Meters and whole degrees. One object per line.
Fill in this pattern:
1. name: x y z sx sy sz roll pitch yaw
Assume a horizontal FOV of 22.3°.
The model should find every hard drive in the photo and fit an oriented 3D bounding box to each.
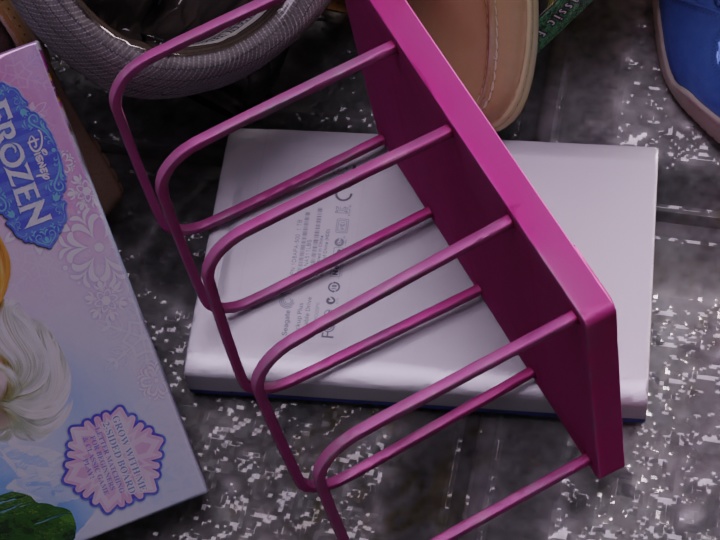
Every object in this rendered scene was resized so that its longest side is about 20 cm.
1. hard drive: 0.030 -0.001 0.818 0.199 0.025 0.132 3 59 8

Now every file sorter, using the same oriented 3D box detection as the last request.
1. file sorter: 0.000 0.000 0.727 0.125 0.139 0.200 -27 60 -7

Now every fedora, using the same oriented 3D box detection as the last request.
1. fedora: -0.088 -0.174 0.771 0.176 0.090 0.201 0 97 -31

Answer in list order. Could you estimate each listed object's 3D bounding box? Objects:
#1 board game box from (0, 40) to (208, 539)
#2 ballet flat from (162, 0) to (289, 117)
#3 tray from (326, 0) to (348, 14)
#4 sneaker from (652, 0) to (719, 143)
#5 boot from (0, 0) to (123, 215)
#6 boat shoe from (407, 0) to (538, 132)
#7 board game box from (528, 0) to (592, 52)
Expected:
1. board game box: -0.189 0.033 0.744 0.199 0.041 0.201 -22 98 -7
2. ballet flat: -0.118 -0.141 0.843 0.057 0.200 0.066 -60 30 -7
3. tray: -0.014 -0.225 0.855 0.037 0.099 0.201 16 98 29
4. sneaker: 0.172 -0.156 0.848 0.076 0.111 0.201 -9 58 0
5. boot: -0.209 -0.052 0.782 0.166 0.200 0.072 -38 31 -14
6. boat shoe: 0.029 -0.159 0.826 0.071 0.064 0.201 -13 86 35
7. board game box: 0.090 -0.172 0.849 0.200 0.023 0.105 -42 53 27
